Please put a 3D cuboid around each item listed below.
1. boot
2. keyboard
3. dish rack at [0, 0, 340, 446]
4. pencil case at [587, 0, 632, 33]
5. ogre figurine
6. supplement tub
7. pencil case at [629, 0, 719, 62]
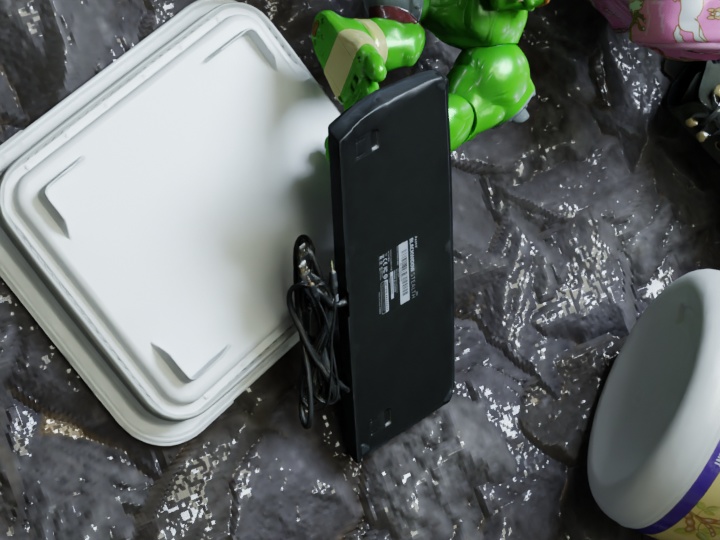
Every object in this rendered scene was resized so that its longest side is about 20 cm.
[{"bbox_3d":[0.232,-0.050,1.042,0.138,0.200,0.078,36,104,-13],"label":"boot"},{"bbox_3d":[0.000,0.000,0.936,0.104,0.040,0.201,-28,130,-34],"label":"keyboard"},{"bbox_3d":[-0.077,-0.032,0.941,0.200,0.044,0.172,-42,100,-28],"label":"dish rack"},{"bbox_3d":[0.095,-0.210,1.040,0.200,0.083,0.087,27,94,-21],"label":"pencil case"},{"bbox_3d":[0.032,-0.145,0.954,0.120,0.098,0.201,-7,76,-31],"label":"ogre figurine"},{"bbox_3d":[0.238,0.099,1.005,0.200,0.145,0.146,23,71,-10],"label":"supplement tub"},{"bbox_3d":[0.186,-0.210,0.981,0.086,0.083,0.201,-3,94,-41],"label":"pencil case"}]
